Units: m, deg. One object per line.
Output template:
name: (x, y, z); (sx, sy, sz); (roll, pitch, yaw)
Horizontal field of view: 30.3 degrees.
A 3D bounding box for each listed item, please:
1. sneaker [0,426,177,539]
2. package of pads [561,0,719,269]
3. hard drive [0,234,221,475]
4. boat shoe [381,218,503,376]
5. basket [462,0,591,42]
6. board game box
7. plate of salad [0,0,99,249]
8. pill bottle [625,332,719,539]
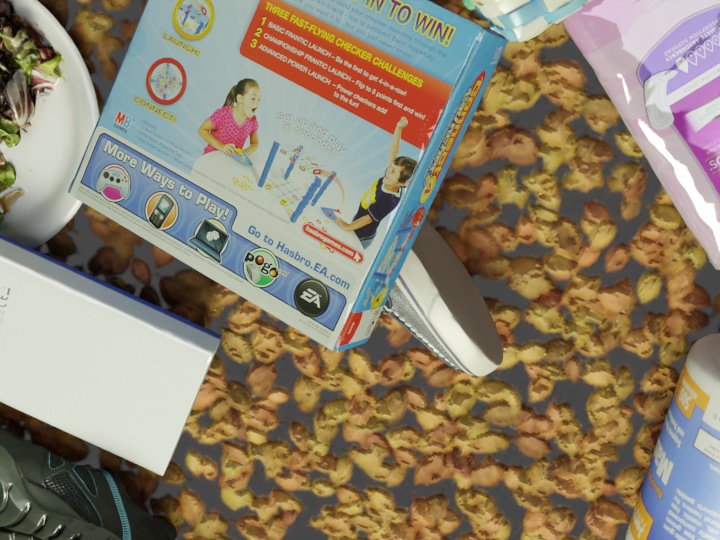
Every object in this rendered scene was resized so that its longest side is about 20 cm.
sneaker: (-0.219, 0.163, 0.937); (0.200, 0.082, 0.073); (36, 120, 14)
package of pads: (0.209, -0.110, 0.769); (0.120, 0.076, 0.201); (-30, 104, 20)
hard drive: (-0.204, 0.051, 0.894); (0.199, 0.025, 0.132); (25, 129, -2)
boat shoe: (0.000, 0.000, 0.846); (0.093, 0.075, 0.200); (-36, 93, 23)
basket: (0.060, -0.230, 0.692); (0.138, 0.177, 0.201); (-27, 113, 8)
board game box: (-0.046, -0.088, 0.773); (0.199, 0.056, 0.197); (30, 102, 18)
plate of salad: (-0.266, -0.096, 0.855); (0.198, 0.048, 0.202); (3, 110, 8)
pill bottle: (0.233, 0.151, 0.844); (0.111, 0.112, 0.201); (15, 111, 2)
